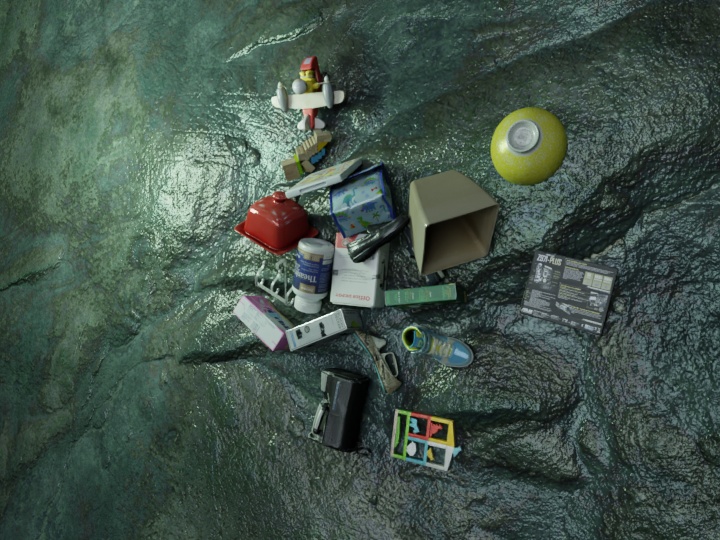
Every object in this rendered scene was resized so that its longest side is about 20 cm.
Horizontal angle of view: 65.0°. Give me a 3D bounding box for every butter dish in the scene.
[{"bbox_3d":[-0.244,-0.164,1.673,0.198,0.199,0.150,29,130,24],"label":"butter dish"}]

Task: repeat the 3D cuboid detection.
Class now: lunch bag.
[{"bbox_3d":[0.001,-0.217,1.605,0.167,0.129,0.202,-17,42,12],"label":"lunch bag"}]

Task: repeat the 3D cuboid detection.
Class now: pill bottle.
[{"bbox_3d":[-0.142,0.016,1.660,0.109,0.110,0.204,19,110,25],"label":"pill bottle"}]

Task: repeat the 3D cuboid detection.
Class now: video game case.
[{"bbox_3d":[-0.103,-0.270,1.640,0.179,0.200,0.023,-14,109,23],"label":"video game case"}]

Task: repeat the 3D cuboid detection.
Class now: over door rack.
[{"bbox_3d":[-0.264,0.003,1.708,0.146,0.202,0.067,28,56,25],"label":"over door rack"}]

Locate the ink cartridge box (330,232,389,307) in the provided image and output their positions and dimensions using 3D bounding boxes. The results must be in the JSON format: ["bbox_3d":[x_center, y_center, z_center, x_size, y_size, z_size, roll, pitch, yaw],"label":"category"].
[{"bbox_3d":[0.000,0.000,1.624,0.144,0.083,0.205,4,87,25],"label":"ink cartridge box"}]

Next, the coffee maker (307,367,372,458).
[{"bbox_3d":[-0.037,0.394,1.598,0.188,0.135,0.205,13,92,2],"label":"coffee maker"}]

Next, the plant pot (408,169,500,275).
[{"bbox_3d":[0.217,-0.140,1.455,0.196,0.202,0.179,-16,55,-10],"label":"plant pot"}]

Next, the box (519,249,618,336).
[{"bbox_3d":[0.508,0.053,1.381,0.196,0.086,0.168,14,92,25],"label":"box"}]

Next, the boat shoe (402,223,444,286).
[{"bbox_3d":[0.156,-0.049,1.564,0.061,0.075,0.202,-35,81,6],"label":"boat shoe"}]

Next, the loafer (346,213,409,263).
[{"bbox_3d":[0.043,-0.097,1.528,0.199,0.068,0.071,-35,79,22],"label":"loafer"}]

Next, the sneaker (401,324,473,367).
[{"bbox_3d":[0.195,0.204,1.490,0.197,0.130,0.081,18,91,24],"label":"sneaker"}]

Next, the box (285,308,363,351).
[{"bbox_3d":[-0.104,0.173,1.640,0.197,0.116,0.061,-24,76,20],"label":"box"}]

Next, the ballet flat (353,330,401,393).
[{"bbox_3d":[0.056,0.245,1.596,0.074,0.068,0.203,-29,79,-3],"label":"ballet flat"}]

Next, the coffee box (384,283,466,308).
[{"bbox_3d":[0.178,0.071,1.516,0.196,0.122,0.045,-7,79,25],"label":"coffee box"}]

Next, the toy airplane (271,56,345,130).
[{"bbox_3d":[-0.164,-0.526,1.713,0.200,0.141,0.200,-42,71,15],"label":"toy airplane"}]

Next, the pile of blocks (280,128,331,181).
[{"bbox_3d":[-0.165,-0.361,1.749,0.199,0.082,0.063,-38,41,12],"label":"pile of blocks"}]

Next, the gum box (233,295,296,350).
[{"bbox_3d":[-0.287,0.156,1.727,0.199,0.113,0.067,39,101,22],"label":"gum box"}]

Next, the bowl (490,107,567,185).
[{"bbox_3d":[0.422,-0.330,1.443,0.196,0.107,0.205,-3,84,25],"label":"bowl"}]

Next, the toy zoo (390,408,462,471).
[{"bbox_3d":[0.180,0.461,1.535,0.196,0.020,0.134,6,88,25],"label":"toy zoo"}]
